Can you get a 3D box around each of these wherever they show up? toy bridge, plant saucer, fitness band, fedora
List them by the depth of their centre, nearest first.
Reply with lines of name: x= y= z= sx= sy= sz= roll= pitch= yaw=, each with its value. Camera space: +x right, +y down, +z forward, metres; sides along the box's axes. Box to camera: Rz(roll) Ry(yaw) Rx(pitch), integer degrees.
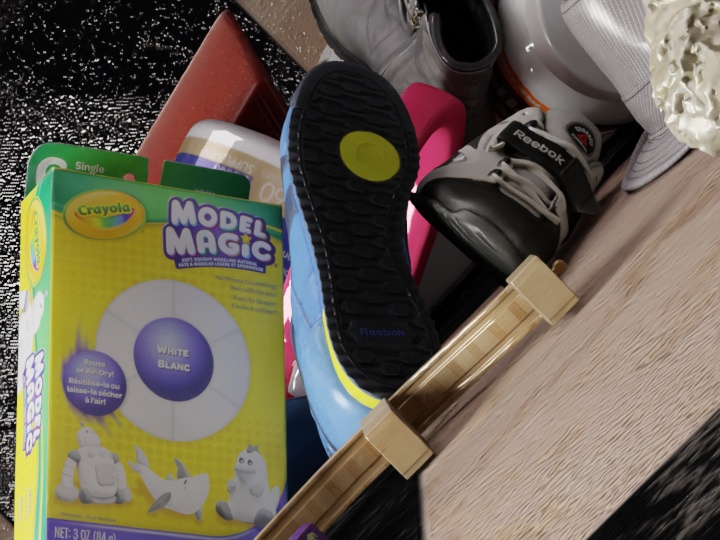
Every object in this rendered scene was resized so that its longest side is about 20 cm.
toy bridge: x=0.014 y=0.068 z=1.133 sx=0.200 sy=0.027 sz=0.067 roll=-45 pitch=2 yaw=0
fedora: x=0.162 y=-0.139 z=1.271 sx=0.200 sy=0.090 sz=0.177 roll=-46 pitch=3 yaw=0
fitness band: x=0.000 y=0.000 z=1.388 sx=0.201 sy=0.037 sz=0.144 roll=-70 pitch=-13 yaw=16
plant saucer: x=-0.096 y=-0.031 z=1.575 sx=0.200 sy=0.037 sz=0.200 roll=-60 pitch=-12 yaw=-7

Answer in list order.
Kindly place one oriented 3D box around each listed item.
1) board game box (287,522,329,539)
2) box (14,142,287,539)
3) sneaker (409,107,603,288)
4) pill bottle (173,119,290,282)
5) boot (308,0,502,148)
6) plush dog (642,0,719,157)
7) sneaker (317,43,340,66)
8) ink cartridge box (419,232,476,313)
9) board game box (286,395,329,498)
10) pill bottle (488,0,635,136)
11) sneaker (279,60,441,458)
board game box: x=-0.092 y=0.184 z=1.048 sx=0.200 sy=0.032 sz=0.120 roll=-43 pitch=0 yaw=34
box: x=-0.092 y=0.036 z=1.216 sx=0.048 sy=0.117 sz=0.201 roll=-41 pitch=47 yaw=55
sneaker: x=0.076 y=-0.043 z=1.315 sx=0.089 sy=0.074 sz=0.200 roll=-47 pitch=4 yaw=6
pill bottle: x=-0.078 y=0.032 z=1.449 sx=0.116 sy=0.115 sz=0.200 roll=157 pitch=138 yaw=-81
boot: x=0.029 y=-0.149 z=1.480 sx=0.070 sy=0.200 sz=0.132 roll=-21 pitch=-35 yaw=-17
plush dog: x=0.182 y=-0.151 z=0.947 sx=0.171 sy=0.161 sz=0.200 roll=-11 pitch=24 yaw=31
sneaker: x=0.014 y=-0.139 z=1.662 sx=0.080 sy=0.070 sz=0.200 roll=-41 pitch=1 yaw=19
ink cartridge box: x=-0.029 y=0.034 z=1.590 sx=0.200 sy=0.083 sz=0.147 roll=-47 pitch=3 yaw=-12
board game box: x=-0.094 y=0.104 z=1.338 sx=0.200 sy=0.039 sz=0.158 roll=-43 pitch=-23 yaw=29
pill bottle: x=0.122 y=-0.130 z=1.465 sx=0.114 sy=0.114 sz=0.200 roll=-46 pitch=3 yaw=-7
sneaker: x=-0.009 y=-0.003 z=1.248 sx=0.079 sy=0.066 sz=0.201 roll=119 pitch=150 yaw=-51
